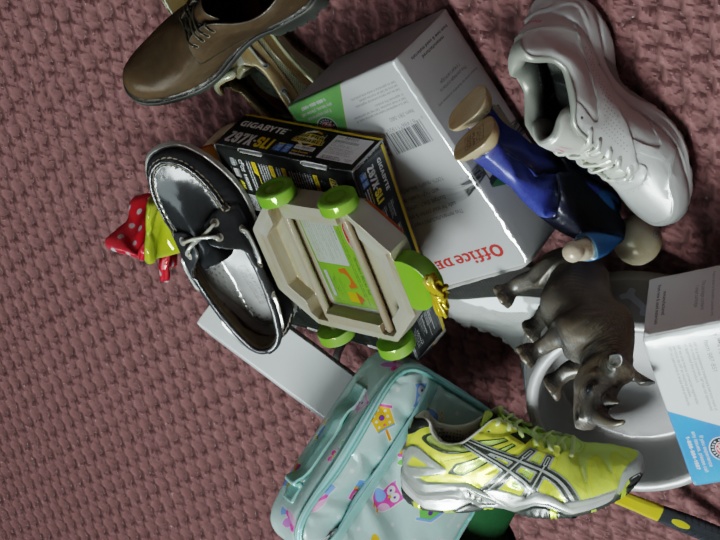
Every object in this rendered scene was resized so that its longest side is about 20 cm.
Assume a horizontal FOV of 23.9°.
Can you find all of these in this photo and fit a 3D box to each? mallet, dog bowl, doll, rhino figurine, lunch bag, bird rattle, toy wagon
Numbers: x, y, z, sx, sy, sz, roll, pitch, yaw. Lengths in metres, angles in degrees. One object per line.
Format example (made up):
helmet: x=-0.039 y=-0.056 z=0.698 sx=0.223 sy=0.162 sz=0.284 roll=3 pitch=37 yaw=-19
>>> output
mallet: x=0.252 y=0.220 z=1.503 sx=0.199 sy=0.041 sz=0.066 roll=29 pitch=104 yaw=-8
dog bowl: x=0.226 y=0.098 z=1.392 sx=0.199 sy=0.059 sz=0.201 roll=8 pitch=127 yaw=10
doll: x=0.155 y=-0.058 z=1.308 sx=0.200 sy=0.137 sz=0.048 roll=32 pitch=122 yaw=-28
rhino figurine: x=0.166 y=0.052 z=1.283 sx=0.087 sy=0.200 sz=0.060 roll=-38 pitch=122 yaw=14
lunch bag: x=0.023 y=0.179 z=1.459 sx=0.160 sy=0.201 sz=0.077 roll=35 pitch=175 yaw=-33
bird rattle: x=-0.141 y=-0.059 z=1.551 sx=0.112 sy=0.164 sz=0.200 roll=34 pitch=176 yaw=-14
toy wagon: x=0.000 y=0.000 z=1.354 sx=0.199 sy=0.040 sz=0.156 roll=10 pitch=134 yaw=42

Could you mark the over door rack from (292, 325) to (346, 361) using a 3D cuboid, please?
over door rack: x=-0.029 y=0.036 z=1.603 sx=0.147 sy=0.067 sz=0.201 roll=6 pitch=129 yaw=36

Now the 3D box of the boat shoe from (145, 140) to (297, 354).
boat shoe: x=-0.119 y=-0.016 z=1.426 sx=0.074 sy=0.060 sz=0.201 roll=-19 pitch=117 yaw=19

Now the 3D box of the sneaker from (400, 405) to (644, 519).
sneaker: x=0.129 y=0.152 z=1.377 sx=0.199 sy=0.075 sz=0.077 roll=-2 pitch=106 yaw=7

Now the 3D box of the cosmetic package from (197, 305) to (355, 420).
cosmetic package: x=-0.051 y=0.091 z=1.549 sx=0.200 sy=0.051 sz=0.083 roll=36 pitch=177 yaw=8

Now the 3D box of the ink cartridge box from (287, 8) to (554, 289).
ink cartridge box: x=0.058 y=-0.092 z=1.395 sx=0.146 sy=0.084 sz=0.200 roll=-16 pitch=115 yaw=50

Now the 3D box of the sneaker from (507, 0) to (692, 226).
sneaker: x=0.170 y=-0.104 z=1.275 sx=0.200 sy=0.099 sz=0.078 roll=52 pitch=141 yaw=-11

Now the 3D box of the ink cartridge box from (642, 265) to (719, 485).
ink cartridge box: x=0.325 y=0.065 z=1.257 sx=0.199 sy=0.084 sz=0.146 roll=-12 pitch=119 yaw=21

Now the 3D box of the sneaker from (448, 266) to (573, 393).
sneaker: x=0.132 y=0.055 z=1.477 sx=0.199 sy=0.074 sz=0.116 roll=8 pitch=127 yaw=35

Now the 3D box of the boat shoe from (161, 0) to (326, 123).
boat shoe: x=-0.102 y=-0.182 z=1.458 sx=0.200 sy=0.076 sz=0.072 roll=40 pitch=143 yaw=6

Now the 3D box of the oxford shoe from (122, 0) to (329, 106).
oxford shoe: x=-0.127 y=-0.204 z=1.393 sx=0.199 sy=0.084 sz=0.073 roll=-32 pitch=73 yaw=21

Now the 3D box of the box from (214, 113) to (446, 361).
box: x=-0.025 y=-0.028 z=1.431 sx=0.159 sy=0.049 sz=0.201 roll=12 pitch=135 yaw=39

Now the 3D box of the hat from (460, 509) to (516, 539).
hat: x=0.134 y=0.156 z=1.589 sx=0.199 sy=0.166 sz=0.176 roll=33 pitch=107 yaw=-13
